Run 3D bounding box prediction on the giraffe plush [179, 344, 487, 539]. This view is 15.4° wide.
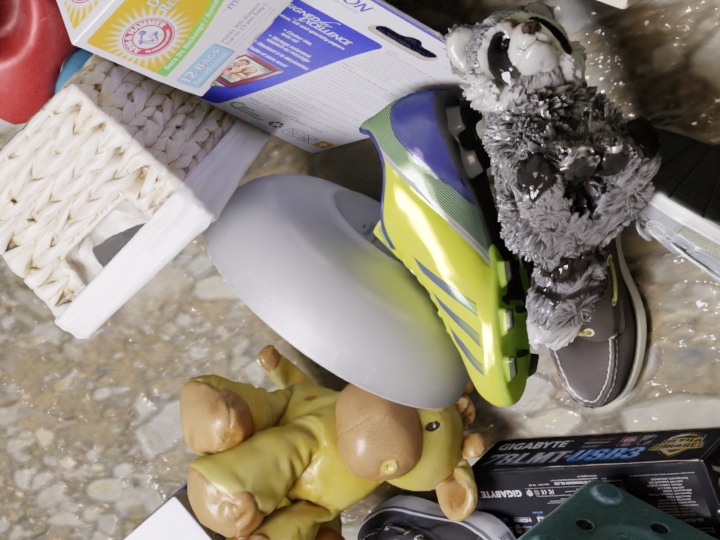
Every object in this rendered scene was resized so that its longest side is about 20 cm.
[{"bbox_3d":[-0.003,0.120,1.789,0.162,0.200,0.173,-15,101,29],"label":"giraffe plush"}]

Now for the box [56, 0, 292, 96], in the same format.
[{"bbox_3d":[-0.122,-0.217,1.543,0.112,0.101,0.200,-44,49,25],"label":"box"}]

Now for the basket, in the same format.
[{"bbox_3d":[-0.154,-0.068,1.705,0.123,0.200,0.136,45,113,-8],"label":"basket"}]

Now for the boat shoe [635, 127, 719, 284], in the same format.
[{"bbox_3d":[0.221,-0.015,1.584,0.202,0.074,0.065,32,128,10],"label":"boat shoe"}]

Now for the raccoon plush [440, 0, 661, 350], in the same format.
[{"bbox_3d":[0.091,-0.061,1.574,0.134,0.096,0.200,56,140,34],"label":"raccoon plush"}]

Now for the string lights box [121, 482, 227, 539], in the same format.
[{"bbox_3d":[-0.123,0.190,1.883,0.103,0.200,0.059,-41,89,13],"label":"string lights box"}]

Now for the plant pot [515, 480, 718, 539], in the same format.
[{"bbox_3d":[0.146,0.253,1.670,0.196,0.196,0.201,26,121,23],"label":"plant pot"}]

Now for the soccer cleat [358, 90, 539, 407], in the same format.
[{"bbox_3d":[0.054,-0.011,1.640,0.083,0.065,0.201,-14,94,22],"label":"soccer cleat"}]

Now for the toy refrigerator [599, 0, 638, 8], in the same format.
[{"bbox_3d":[0.140,-0.255,1.497,0.076,0.070,0.201,23,128,26],"label":"toy refrigerator"}]

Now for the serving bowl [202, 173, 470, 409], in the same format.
[{"bbox_3d":[0.000,0.000,1.701,0.200,0.200,0.066,40,109,11],"label":"serving bowl"}]

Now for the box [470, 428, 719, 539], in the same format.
[{"bbox_3d":[0.186,0.205,1.767,0.200,0.050,0.199,-8,112,41],"label":"box"}]

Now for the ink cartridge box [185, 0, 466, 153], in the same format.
[{"bbox_3d":[-0.024,-0.139,1.637,0.200,0.047,0.197,-15,150,41],"label":"ink cartridge box"}]

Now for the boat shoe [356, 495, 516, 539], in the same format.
[{"bbox_3d":[0.038,0.203,1.836,0.200,0.066,0.070,0,115,61],"label":"boat shoe"}]

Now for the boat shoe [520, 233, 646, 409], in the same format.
[{"bbox_3d":[0.133,0.004,1.673,0.072,0.061,0.202,11,123,33],"label":"boat shoe"}]

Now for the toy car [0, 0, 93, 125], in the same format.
[{"bbox_3d":[-0.281,-0.157,1.805,0.184,0.200,0.177,22,129,27],"label":"toy car"}]
